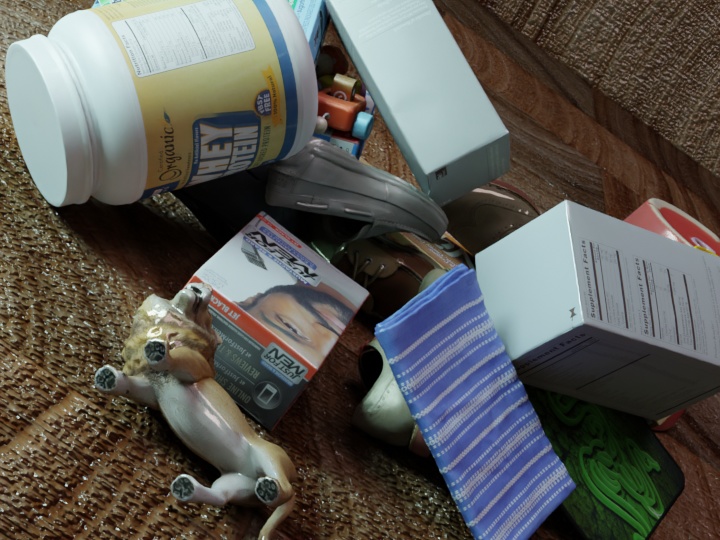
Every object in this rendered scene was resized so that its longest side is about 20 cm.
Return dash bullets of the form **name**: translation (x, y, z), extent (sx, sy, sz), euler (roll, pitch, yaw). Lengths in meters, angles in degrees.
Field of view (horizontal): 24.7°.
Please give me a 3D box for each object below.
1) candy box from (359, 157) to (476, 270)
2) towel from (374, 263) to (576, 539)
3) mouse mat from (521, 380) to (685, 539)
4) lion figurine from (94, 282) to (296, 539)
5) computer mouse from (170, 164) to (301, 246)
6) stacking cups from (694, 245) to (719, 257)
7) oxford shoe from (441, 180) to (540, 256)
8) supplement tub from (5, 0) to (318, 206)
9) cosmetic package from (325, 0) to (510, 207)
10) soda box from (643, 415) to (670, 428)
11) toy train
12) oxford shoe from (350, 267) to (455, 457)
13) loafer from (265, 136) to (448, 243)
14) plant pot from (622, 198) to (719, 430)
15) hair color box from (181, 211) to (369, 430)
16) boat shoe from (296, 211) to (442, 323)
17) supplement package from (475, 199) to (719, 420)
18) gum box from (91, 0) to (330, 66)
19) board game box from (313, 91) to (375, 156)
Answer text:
- **candy box**: translation (0.035, -0.030, 1.566), extent (0.200, 0.055, 0.115), euler (40, 20, 8)
- **towel**: translation (0.088, 0.104, 1.218), extent (0.145, 0.024, 0.200), euler (-32, 97, -56)
- **mouse mat**: translation (0.183, 0.133, 1.347), extent (0.200, 0.008, 0.161), euler (55, 41, -3)
- **lion figurine**: translation (-0.092, 0.096, 1.031), extent (0.200, 0.072, 0.122), euler (58, 11, 16)
- **computer mouse**: translation (-0.119, -0.083, 1.333), extent (0.200, 0.139, 0.053), euler (38, -27, -25)
- **stacking cups**: translation (0.274, 0.072, 1.526), extent (0.060, 0.200, 0.061), euler (29, 22, -13)
- **oxford shoe**: translation (0.145, -0.021, 1.533), extent (0.200, 0.070, 0.075), euler (30, 29, -20)
- **supplement tub**: translation (-0.148, -0.132, 1.225), extent (0.200, 0.145, 0.145), euler (-18, 48, -24)
- **cosmetic package**: translation (0.050, -0.165, 1.429), extent (0.200, 0.090, 0.107), euler (59, -2, 14)
- **soda box**: translation (0.207, 0.049, 1.463), extent (0.068, 0.064, 0.200), euler (-30, 89, -46)
- **toy train**: translation (-0.066, -0.178, 1.459), extent (0.200, 0.056, 0.150), euler (21, 20, 14)
- **oxford shoe**: translation (0.039, 0.057, 1.284), extent (0.075, 0.071, 0.200), euler (15, 36, 0)
- **loafer**: translation (-0.004, -0.055, 1.366), extent (0.200, 0.070, 0.070), euler (23, 1, -43)
- **plant pot**: translation (0.300, 0.037, 1.699), extent (0.200, 0.177, 0.201), euler (33, 19, -13)
- **hair color box**: translation (-0.069, 0.031, 1.216), extent (0.111, 0.064, 0.200), euler (37, 19, -1)
- **boat shoe**: translation (0.000, 0.000, 1.420), extent (0.200, 0.076, 0.074), euler (38, 22, 30)
- **supplement package**: translation (0.206, 0.036, 1.339), extent (0.200, 0.114, 0.110), euler (18, 55, -36)
- **gum box**: translation (-0.134, -0.207, 1.426), extent (0.199, 0.045, 0.170), euler (4, 38, 8)
- **board game box**: translation (-0.092, -0.141, 1.504), extent (0.195, 0.056, 0.200), euler (16, 19, 0)
